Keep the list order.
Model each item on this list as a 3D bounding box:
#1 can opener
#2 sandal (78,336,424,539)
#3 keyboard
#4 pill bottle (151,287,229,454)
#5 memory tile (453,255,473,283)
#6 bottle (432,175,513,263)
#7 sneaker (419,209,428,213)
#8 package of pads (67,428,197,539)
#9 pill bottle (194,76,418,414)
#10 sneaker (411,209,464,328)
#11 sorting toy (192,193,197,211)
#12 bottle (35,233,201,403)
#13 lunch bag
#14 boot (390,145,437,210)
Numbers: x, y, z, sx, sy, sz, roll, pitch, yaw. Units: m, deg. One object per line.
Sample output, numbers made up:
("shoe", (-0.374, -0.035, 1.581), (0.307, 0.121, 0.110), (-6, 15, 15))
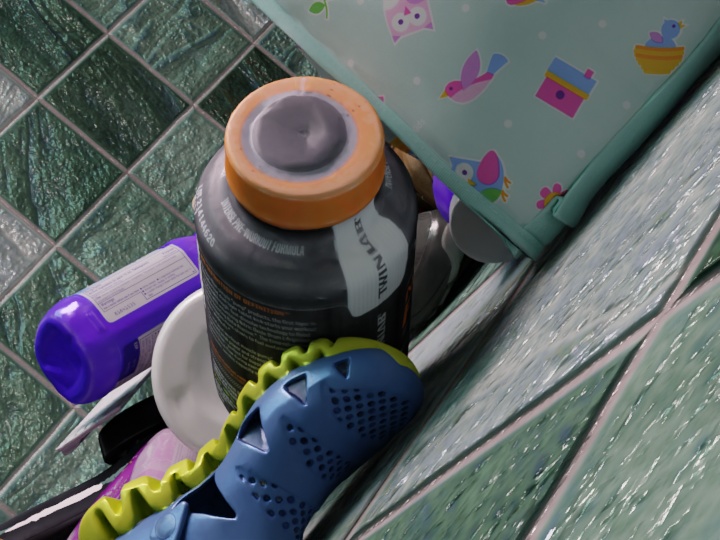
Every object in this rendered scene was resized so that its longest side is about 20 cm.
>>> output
("can opener", (-0.182, 0.163, 1.065), (0.200, 0.063, 0.079), (-35, 41, -11))
("sandal", (-0.046, 0.111, 0.723), (0.200, 0.079, 0.087), (-42, 41, 19))
("keyboard", (-0.179, 0.093, 1.146), (0.056, 0.011, 0.200), (-40, 5, 8))
("pill bottle", (-0.066, 0.069, 1.002), (0.113, 0.113, 0.200), (-50, -5, -3))
("memory tile", (0.119, -0.073, 1.037), (0.200, 0.017, 0.153), (-48, 3, 33))
("bottle", (0.075, -0.068, 0.889), (0.065, 0.084, 0.200), (-21, 24, 13))
("sneaker", (0.058, -0.040, 1.167), (0.200, 0.078, 0.090), (-52, 17, -14))
("package of pads", (-0.134, 0.179, 0.939), (0.121, 0.076, 0.200), (-49, 9, 6))
("pill bottle", (-0.026, -0.003, 0.748), (0.106, 0.106, 0.200), (-51, -20, -29))
("sneaker", (0.000, 0.000, 1.027), (0.200, 0.079, 0.076), (-28, 42, 58))
("sorting toy", (-0.006, -0.100, 1.128), (0.200, 0.037, 0.185), (-22, 2, -37))
("bottle", (-0.133, 0.019, 1.093), (0.200, 0.065, 0.084), (-32, -13, -36))
("lunch bag", (0.070, -0.124, 0.743), (0.170, 0.200, 0.122), (-48, -24, 4))
("boot", (0.037, -0.062, 1.039), (0.075, 0.074, 0.200), (-16, -2, 6))
